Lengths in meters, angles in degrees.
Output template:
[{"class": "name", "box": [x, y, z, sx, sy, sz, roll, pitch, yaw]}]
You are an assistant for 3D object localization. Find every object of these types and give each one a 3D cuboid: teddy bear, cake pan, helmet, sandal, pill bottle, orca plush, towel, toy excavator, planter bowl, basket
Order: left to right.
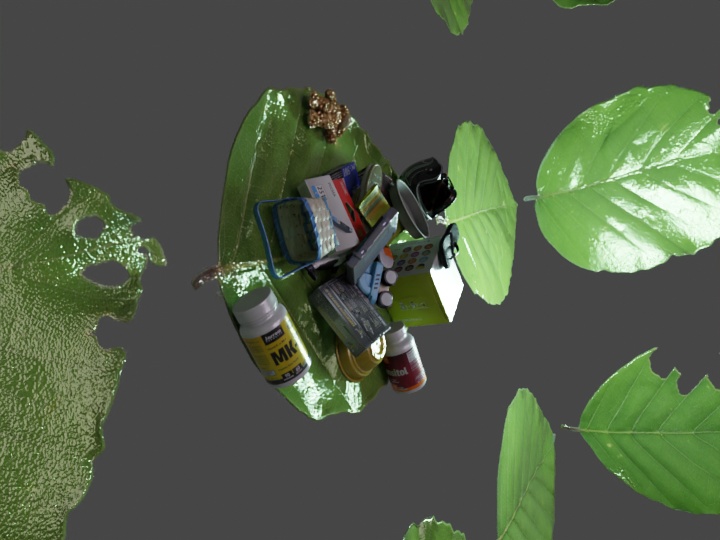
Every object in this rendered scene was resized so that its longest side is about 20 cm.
[{"class": "pill bottle", "box": [-0.195, 0.145, 1.334, 0.203, 0.112, 0.115, 66, 33, -25]}, {"class": "basket", "box": [-0.154, -0.086, 1.442, 0.199, 0.137, 0.180, -20, 99, -50]}, {"class": "teddy bear", "box": [-0.086, -0.437, 1.723, 0.199, 0.066, 0.148, 32, 58, -52]}, {"class": "orca plush", "box": [-0.067, -0.016, 1.620, 0.200, 0.104, 0.072, -42, 137, -48]}, {"class": "toy excavator", "box": [0.000, 0.000, 1.715, 0.197, 0.099, 0.198, 20, 73, -27]}, {"class": "planter bowl", "box": [0.016, 0.208, 1.715, 0.199, 0.082, 0.205, 25, 60, -56]}, {"class": "sandal", "box": [0.046, -0.077, 1.837, 0.079, 0.059, 0.209, 37, 29, -42]}, {"class": "towel", "box": [0.058, -0.151, 1.732, 0.086, 0.018, 0.200, -48, 137, -8]}, {"class": "pill bottle", "box": [0.122, 0.264, 1.857, 0.113, 0.111, 0.203, -44, 119, -55]}, {"class": "cake pan", "box": [0.147, -0.180, 1.855, 0.201, 0.036, 0.202, 51, 23, -30]}, {"class": "helmet", "box": [0.213, -0.271, 2.081, 0.201, 0.189, 0.200, 53, 6, -7]}, {"class": "sandal", "box": [0.284, -0.085, 1.903, 0.077, 0.042, 0.202, 60, 34, -31]}]

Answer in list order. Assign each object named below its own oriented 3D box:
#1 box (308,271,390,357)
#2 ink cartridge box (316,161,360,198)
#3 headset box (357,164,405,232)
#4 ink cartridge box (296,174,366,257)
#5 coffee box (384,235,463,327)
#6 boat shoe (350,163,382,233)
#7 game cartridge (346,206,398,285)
[{"class": "box", "box": [-0.026, 0.113, 1.613, 0.201, 0.048, 0.158, 51, 31, 6]}, {"class": "ink cartridge box", "box": [-0.065, -0.239, 1.729, 0.200, 0.043, 0.096, -41, 119, -56]}, {"class": "headset box", "box": [0.069, -0.202, 1.863, 0.148, 0.074, 0.203, 21, 45, -56]}, {"class": "ink cartridge box", "box": [-0.056, -0.151, 1.593, 0.175, 0.044, 0.203, -20, 83, -46]}, {"class": "coffee box", "box": [0.189, 0.039, 1.944, 0.202, 0.196, 0.199, 64, 34, -28]}, {"class": "boat shoe", "box": [0.009, -0.208, 1.745, 0.074, 0.067, 0.204, 15, 87, -53]}, {"class": "game cartridge", "box": [0.030, -0.065, 1.618, 0.201, 0.038, 0.130, -52, 163, -16]}]
